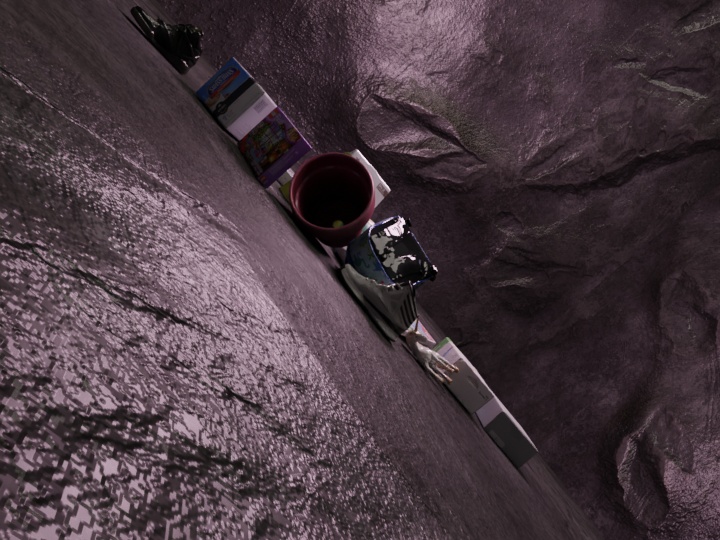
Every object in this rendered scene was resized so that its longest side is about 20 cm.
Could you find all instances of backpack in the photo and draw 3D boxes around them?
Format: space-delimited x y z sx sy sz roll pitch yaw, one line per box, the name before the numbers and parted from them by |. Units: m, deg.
backpack | 0.054 -0.015 1.489 0.200 0.147 0.184 -21 81 -57

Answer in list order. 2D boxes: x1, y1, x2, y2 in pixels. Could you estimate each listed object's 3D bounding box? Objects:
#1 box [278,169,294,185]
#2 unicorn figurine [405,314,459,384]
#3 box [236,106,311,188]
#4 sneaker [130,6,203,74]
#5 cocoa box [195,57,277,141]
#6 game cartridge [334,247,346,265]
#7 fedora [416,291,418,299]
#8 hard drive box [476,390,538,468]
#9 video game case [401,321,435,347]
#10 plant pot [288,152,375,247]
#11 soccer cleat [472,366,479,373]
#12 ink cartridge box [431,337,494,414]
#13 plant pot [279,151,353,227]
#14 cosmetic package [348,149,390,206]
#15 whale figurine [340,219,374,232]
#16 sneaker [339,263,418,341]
box | -0.248 -0.311 1.850 0.156 0.041 0.200 48 6 -19
unicorn figurine | 0.170 0.211 1.549 0.137 0.074 0.200 41 -13 23
box | -0.204 -0.288 1.471 0.039 0.137 0.200 46 5 -41
sneaker | -0.462 -0.586 1.554 0.199 0.114 0.076 43 6 -46
cocoa box | -0.297 -0.416 1.619 0.131 0.133 0.200 50 4 12
game cartridge | 0.000 0.000 1.648 0.129 0.039 0.200 31 12 -24
fedora | 0.103 0.040 2.092 0.201 0.091 0.201 49 4 -5
hard drive box | 0.412 0.451 1.833 0.156 0.077 0.200 49 4 -3
video game case | 0.107 0.126 1.660 0.200 0.017 0.143 27 21 -52
plant pot | -0.061 -0.147 1.506 0.200 0.199 0.179 51 -11 19
soccer cleat | 0.309 0.312 1.936 0.200 0.081 0.068 47 5 -37
ink cartridge box | 0.273 0.288 1.761 0.145 0.084 0.200 49 4 -10
plant pot | -0.079 -0.213 1.685 0.187 0.200 0.187 49 5 -5
cosmetic package | -0.051 -0.235 1.932 0.165 0.165 0.200 47 -23 -16
whale figurine | -0.042 -0.120 1.787 0.200 0.159 0.104 52 38 -3
sneaker | 0.050 0.042 1.370 0.201 0.115 0.076 50 5 12
